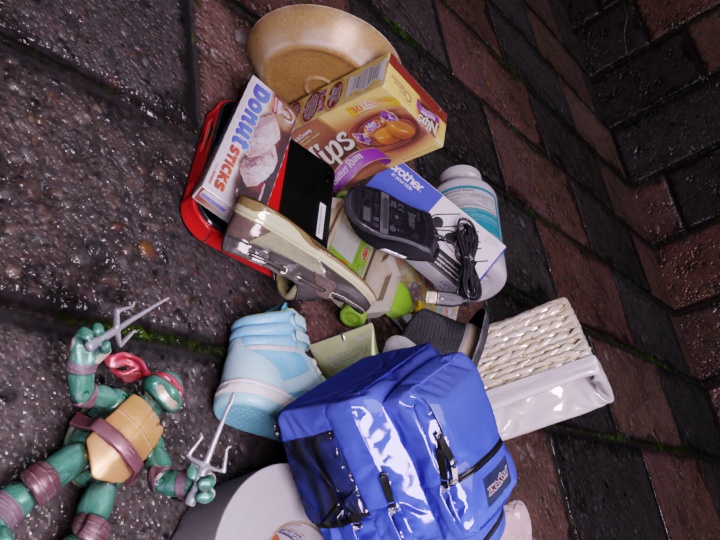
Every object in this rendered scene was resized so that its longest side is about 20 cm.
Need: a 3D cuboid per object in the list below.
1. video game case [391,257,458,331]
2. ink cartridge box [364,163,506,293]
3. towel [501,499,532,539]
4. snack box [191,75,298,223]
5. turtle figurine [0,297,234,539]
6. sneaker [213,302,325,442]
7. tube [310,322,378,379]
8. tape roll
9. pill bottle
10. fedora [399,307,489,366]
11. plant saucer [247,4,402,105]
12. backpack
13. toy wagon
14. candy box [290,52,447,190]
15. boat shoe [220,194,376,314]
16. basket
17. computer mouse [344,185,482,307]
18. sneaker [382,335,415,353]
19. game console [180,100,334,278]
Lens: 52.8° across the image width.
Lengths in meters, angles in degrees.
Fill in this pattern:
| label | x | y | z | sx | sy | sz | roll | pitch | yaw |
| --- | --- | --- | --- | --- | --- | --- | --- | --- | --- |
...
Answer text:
| label | x | y | z | sx | sy | sz | roll | pitch | yaw |
| --- | --- | --- | --- | --- | --- | --- | --- | --- | --- |
| video game case | 0.083 | 0.017 | 1.055 | 0.183 | 0.023 | 0.201 | 51 | 33 | -22 |
| ink cartridge box | 0.089 | -0.055 | 0.980 | 0.199 | 0.044 | 0.094 | 41 | 69 | 10 |
| towel | 0.122 | 0.368 | 0.756 | 0.198 | 0.032 | 0.195 | -14 | 96 | -41 |
| snack box | -0.119 | -0.129 | 0.785 | 0.071 | 0.024 | 0.202 | 36 | 42 | -24 |
| turtle figurine | -0.172 | 0.126 | 0.522 | 0.149 | 0.101 | 0.201 | 42 | 51 | -8 |
| sneaker | -0.055 | 0.107 | 0.730 | 0.199 | 0.079 | 0.133 | 35 | 43 | -40 |
| tube | 0.011 | 0.166 | 0.804 | 0.057 | 0.052 | 0.204 | -13 | 81 | -42 |
| tape roll | -0.069 | 0.270 | 0.603 | 0.199 | 0.066 | 0.203 | 36 | 40 | -38 |
| pill bottle | 0.157 | -0.062 | 1.095 | 0.110 | 0.110 | 0.203 | 35 | 42 | -38 |
| fedora | 0.074 | 0.120 | 0.861 | 0.090 | 0.202 | 0.201 | 27 | 36 | 2 |
| plant saucer | -0.047 | -0.234 | 0.886 | 0.199 | 0.198 | 0.036 | 34 | 57 | -39 |
| backpack | 0.043 | 0.182 | 0.614 | 0.161 | 0.166 | 0.204 | -22 | 93 | -47 |
| toy wagon | 0.000 | 0.000 | 0.901 | 0.200 | 0.039 | 0.156 | 43 | 42 | -19 |
| candy box | -0.008 | -0.171 | 0.882 | 0.116 | 0.198 | 0.057 | 37 | 51 | -37 |
| boat shoe | -0.063 | -0.001 | 0.735 | 0.199 | 0.073 | 0.065 | 37 | 84 | -36 |
| basket | 0.230 | 0.141 | 1.009 | 0.136 | 0.197 | 0.125 | 45 | 27 | -52 |
| computer mouse | 0.062 | -0.019 | 0.894 | 0.197 | 0.046 | 0.143 | 15 | 53 | -24 |
| sneaker | 0.062 | 0.169 | 0.736 | 0.201 | 0.104 | 0.076 | 54 | 9 | -2 |
| game console | -0.107 | -0.085 | 0.813 | 0.175 | 0.031 | 0.203 | 32 | 44 | -30 |
